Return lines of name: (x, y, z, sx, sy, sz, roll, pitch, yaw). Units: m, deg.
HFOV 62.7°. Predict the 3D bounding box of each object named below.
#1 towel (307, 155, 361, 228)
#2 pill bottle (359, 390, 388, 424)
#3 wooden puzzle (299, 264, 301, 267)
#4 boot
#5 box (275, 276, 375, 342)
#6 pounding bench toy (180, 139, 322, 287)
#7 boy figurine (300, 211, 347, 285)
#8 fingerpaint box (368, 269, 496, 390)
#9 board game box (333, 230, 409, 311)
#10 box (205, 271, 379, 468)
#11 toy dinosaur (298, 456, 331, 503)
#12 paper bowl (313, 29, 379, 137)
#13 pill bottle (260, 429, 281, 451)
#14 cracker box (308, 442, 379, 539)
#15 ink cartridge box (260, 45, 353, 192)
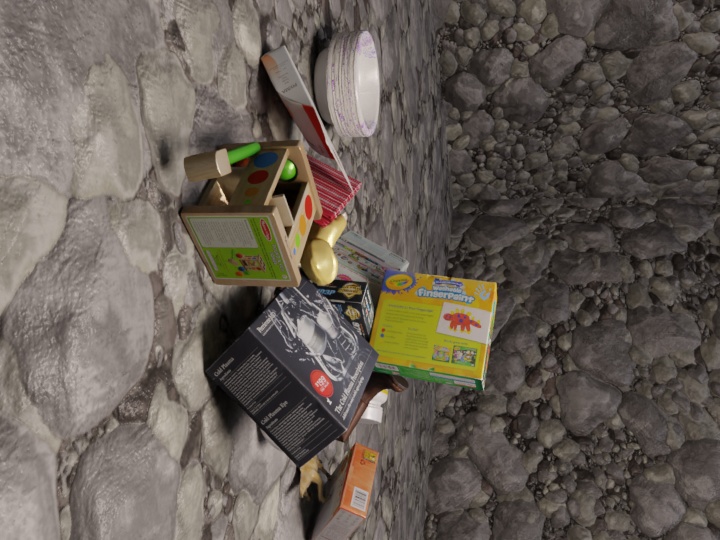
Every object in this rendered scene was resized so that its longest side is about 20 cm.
towel: (-0.084, -0.138, 0.959, 0.023, 0.142, 0.201, -64, 177, 28)
pill bottle: (0.012, 0.246, 1.373, 0.115, 0.111, 0.205, 57, 37, -64)
wooden puzzle: (-0.084, -0.099, 1.134, 0.200, 0.036, 0.190, 3, 89, -75)
boot: (0.006, 0.282, 1.213, 0.202, 0.064, 0.186, -53, -167, -4)
box: (-0.049, 0.096, 1.042, 0.202, 0.155, 0.047, 75, 27, -46)
pounding bench toy: (-0.139, -0.107, 0.754, 0.203, 0.121, 0.158, 75, 21, -45)
boy figurine: (-0.072, -0.053, 0.944, 0.065, 0.122, 0.201, 62, 1, -35)
fingerpaint box: (0.124, 0.098, 1.007, 0.074, 0.195, 0.171, 61, 39, -61)
board game box: (0.000, 0.000, 1.157, 0.065, 0.145, 0.200, -67, 168, 21)
box: (-0.086, 0.131, 0.839, 0.182, 0.104, 0.200, 45, 25, -5)
toy dinosaur: (-0.097, 0.389, 1.117, 0.201, 0.057, 0.103, -70, 142, -67)
paper bowl: (-0.029, -0.374, 1.197, 0.200, 0.102, 0.207, 0, 90, -76)
pill bottle: (-0.087, 0.218, 1.002, 0.200, 0.108, 0.114, -25, 115, -74)
cracker box: (-0.034, 0.447, 1.147, 0.135, 0.057, 0.202, -73, -171, -47)
ink cartridge box: (-0.083, -0.230, 0.948, 0.162, 0.049, 0.204, 56, 12, -66)
